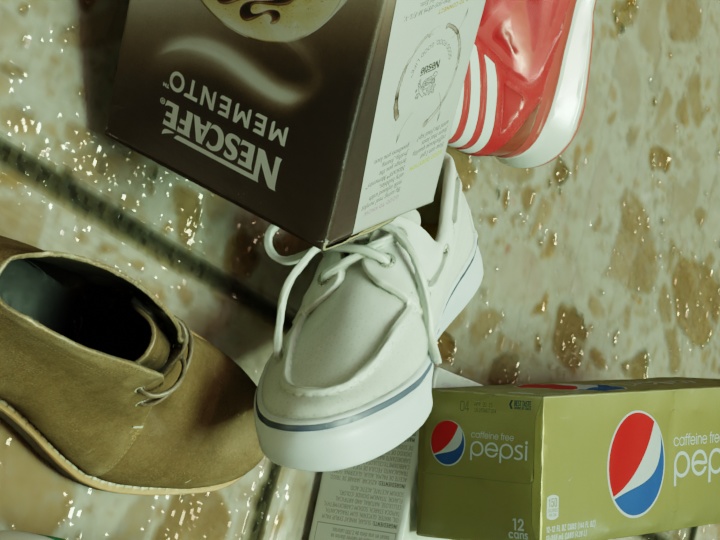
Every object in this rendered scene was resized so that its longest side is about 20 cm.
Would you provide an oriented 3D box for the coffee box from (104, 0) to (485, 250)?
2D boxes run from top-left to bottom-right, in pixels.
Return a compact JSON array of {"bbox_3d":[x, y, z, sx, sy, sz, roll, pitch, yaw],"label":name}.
[{"bbox_3d":[-0.014,-0.126,0.790,0.080,0.113,0.201,-24,134,-53],"label":"coffee box"}]

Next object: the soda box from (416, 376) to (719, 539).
[{"bbox_3d":[0.112,0.082,0.951,0.199,0.067,0.065,0,90,-50],"label":"soda box"}]

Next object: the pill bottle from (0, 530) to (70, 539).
[{"bbox_3d":[-0.071,0.166,0.800,0.199,0.112,0.114,20,77,-48],"label":"pill bottle"}]

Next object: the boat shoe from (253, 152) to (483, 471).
[{"bbox_3d":[0.005,0.000,0.869,0.202,0.074,0.087,-53,139,-57],"label":"boat shoe"}]

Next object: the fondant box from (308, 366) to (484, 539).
[{"bbox_3d":[0.037,0.154,0.963,0.144,0.058,0.201,23,76,-47],"label":"fondant box"}]

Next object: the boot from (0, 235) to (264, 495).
[{"bbox_3d":[-0.087,0.040,0.802,0.200,0.075,0.074,32,64,-48],"label":"boot"}]

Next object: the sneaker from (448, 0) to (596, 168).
[{"bbox_3d":[0.059,-0.151,0.956,0.115,0.078,0.202,5,87,-50],"label":"sneaker"}]
